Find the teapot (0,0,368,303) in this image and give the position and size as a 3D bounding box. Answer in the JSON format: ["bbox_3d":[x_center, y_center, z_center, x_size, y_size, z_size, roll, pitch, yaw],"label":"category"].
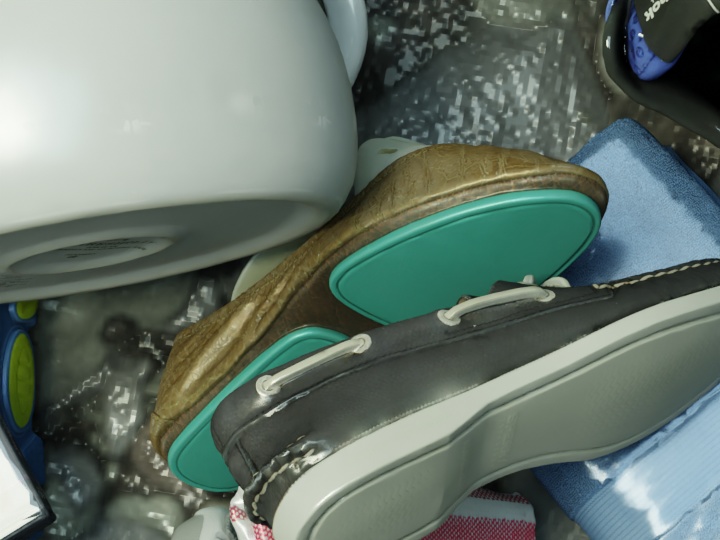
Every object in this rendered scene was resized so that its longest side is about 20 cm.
[{"bbox_3d":[-0.096,-0.075,0.949,0.197,0.200,0.146,-10,82,1],"label":"teapot"}]

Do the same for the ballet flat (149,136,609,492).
[{"bbox_3d":[0.000,0.000,1.001,0.200,0.068,0.072,-40,41,33],"label":"ballet flat"}]

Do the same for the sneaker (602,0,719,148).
[{"bbox_3d":[0.117,-0.112,0.996,0.081,0.115,0.200,-35,76,21],"label":"sneaker"}]

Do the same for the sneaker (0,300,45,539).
[{"bbox_3d":[-0.161,0.061,1.048,0.083,0.071,0.200,-4,80,27],"label":"sneaker"}]

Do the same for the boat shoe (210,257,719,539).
[{"bbox_3d":[0.046,0.033,0.940,0.200,0.074,0.060,-24,58,-24],"label":"boat shoe"}]

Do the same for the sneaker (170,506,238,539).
[{"bbox_3d":[-0.073,0.177,1.004,0.082,0.075,0.200,0,71,26],"label":"sneaker"}]

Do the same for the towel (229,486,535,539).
[{"bbox_3d":[0.012,0.168,0.964,0.030,0.146,0.200,-13,76,38],"label":"towel"}]

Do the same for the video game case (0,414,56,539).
[{"bbox_3d":[-0.212,0.036,1.010,0.143,0.019,0.200,-31,75,2],"label":"video game case"}]

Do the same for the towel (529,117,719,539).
[{"bbox_3d":[0.117,0.054,1.010,0.112,0.049,0.200,-38,78,1],"label":"towel"}]
